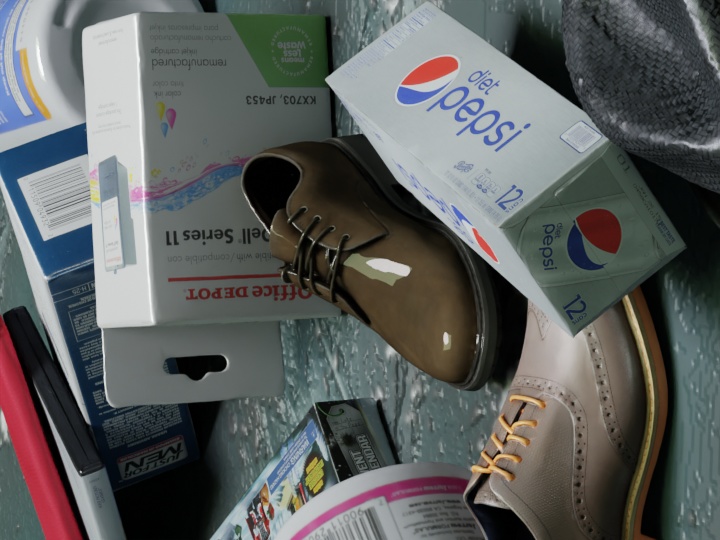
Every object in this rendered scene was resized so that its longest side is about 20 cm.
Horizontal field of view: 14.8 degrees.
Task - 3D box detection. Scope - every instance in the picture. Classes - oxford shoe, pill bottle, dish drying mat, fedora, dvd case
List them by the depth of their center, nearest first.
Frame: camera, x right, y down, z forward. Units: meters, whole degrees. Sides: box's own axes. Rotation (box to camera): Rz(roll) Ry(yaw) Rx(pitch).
[{"bbox_3d":[0.139,-0.087,1.062,0.201,0.092,0.201,11,103,61],"label":"fedora"},{"bbox_3d":[0.085,0.075,1.198,0.071,0.073,0.200,-4,89,62],"label":"oxford shoe"},{"bbox_3d":[0.039,0.197,1.253,0.113,0.113,0.200,-61,42,44],"label":"pill bottle"},{"bbox_3d":[0.000,0.000,1.339,0.200,0.084,0.073,43,128,49],"label":"oxford shoe"},{"bbox_3d":[-0.175,-0.115,1.617,0.200,0.112,0.112,-8,86,61],"label":"pill bottle"},{"bbox_3d":[-0.187,0.114,1.623,0.077,0.018,0.200,-141,33,-66],"label":"dish drying mat"},{"bbox_3d":[-0.163,0.134,1.634,0.200,0.018,0.143,80,163,-45],"label":"dvd case"}]

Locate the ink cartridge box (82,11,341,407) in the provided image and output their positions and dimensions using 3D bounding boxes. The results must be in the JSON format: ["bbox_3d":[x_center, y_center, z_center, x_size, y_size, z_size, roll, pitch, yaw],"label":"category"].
[{"bbox_3d":[-0.075,-0.031,1.436,0.067,0.117,0.200,-4,89,58],"label":"ink cartridge box"}]

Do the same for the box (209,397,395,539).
[{"bbox_3d":[-0.027,0.175,1.449,0.200,0.040,0.137,-54,48,48],"label":"box"}]

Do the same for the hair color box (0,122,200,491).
[{"bbox_3d":[-0.146,0.023,1.552,0.200,0.060,0.100,82,165,-51],"label":"hair color box"}]

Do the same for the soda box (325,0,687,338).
[{"bbox_3d":[0.059,-0.048,1.197,0.068,0.063,0.200,54,175,-30],"label":"soda box"}]
